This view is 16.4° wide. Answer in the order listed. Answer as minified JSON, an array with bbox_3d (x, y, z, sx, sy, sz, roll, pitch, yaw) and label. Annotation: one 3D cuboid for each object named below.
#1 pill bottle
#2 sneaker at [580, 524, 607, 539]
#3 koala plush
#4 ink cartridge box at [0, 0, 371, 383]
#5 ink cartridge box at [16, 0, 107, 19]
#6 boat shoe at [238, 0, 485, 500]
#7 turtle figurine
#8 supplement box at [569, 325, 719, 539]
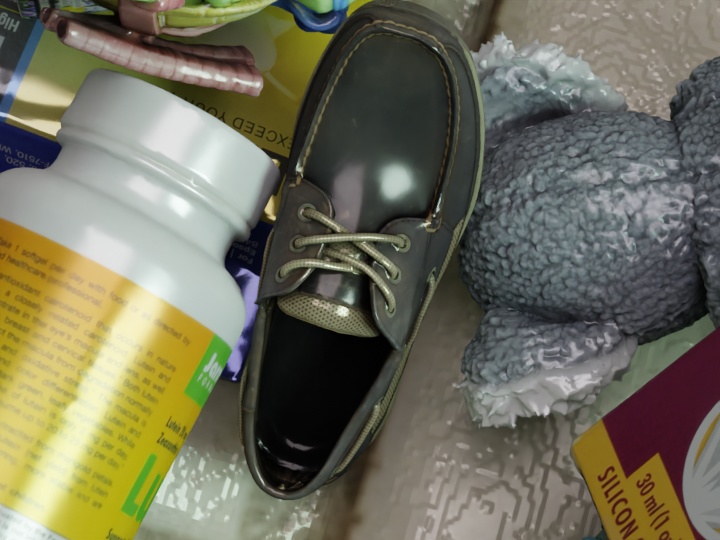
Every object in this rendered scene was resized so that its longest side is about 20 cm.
[{"bbox_3d":[-0.111,0.032,0.918,0.111,0.111,0.200,27,81,2],"label":"pill bottle"},{"bbox_3d":[0.166,0.158,0.937,0.200,0.079,0.096,44,49,14],"label":"sneaker"},{"bbox_3d":[0.128,-0.021,0.958,0.200,0.184,0.178,-3,73,5],"label":"koala plush"},{"bbox_3d":[-0.103,-0.083,1.005,0.197,0.047,0.200,20,70,-1],"label":"ink cartridge box"},{"bbox_3d":[-0.041,-0.165,0.977,0.200,0.050,0.109,-7,84,-5],"label":"ink cartridge box"},{"bbox_3d":[0.000,0.000,0.921,0.074,0.073,0.200,12,117,0],"label":"boat shoe"},{"bbox_3d":[-0.093,-0.153,0.866,0.194,0.200,0.144,1,69,5],"label":"turtle figurine"},{"bbox_3d":[0.188,0.065,0.833,0.200,0.103,0.131,-41,38,19],"label":"supplement box"}]
